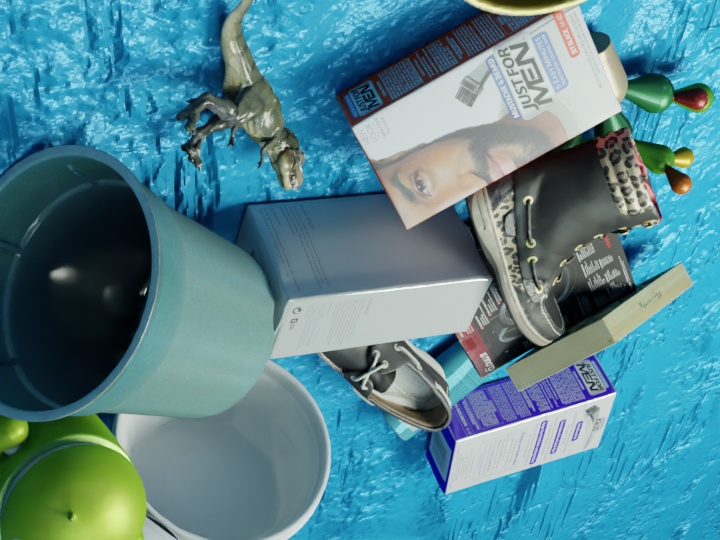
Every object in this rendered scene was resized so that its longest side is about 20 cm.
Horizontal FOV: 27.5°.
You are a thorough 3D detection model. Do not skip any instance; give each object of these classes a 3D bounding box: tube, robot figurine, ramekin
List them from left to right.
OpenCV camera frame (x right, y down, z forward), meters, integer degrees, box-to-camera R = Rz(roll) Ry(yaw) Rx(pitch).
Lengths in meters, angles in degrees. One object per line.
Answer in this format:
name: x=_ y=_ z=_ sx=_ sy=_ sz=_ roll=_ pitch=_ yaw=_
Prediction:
robot figurine: x=-0.237 y=0.163 z=1.134 sx=0.116 sy=0.200 sz=0.176 roll=-42 pitch=128 yaw=-9
ramekin: x=-0.134 y=0.180 z=1.344 sx=0.198 sy=0.202 sz=0.105 roll=-8 pitch=151 yaw=-25
tube: x=0.110 y=0.098 z=1.526 sx=0.199 sy=0.051 sz=0.077 roll=-37 pitch=143 yaw=9

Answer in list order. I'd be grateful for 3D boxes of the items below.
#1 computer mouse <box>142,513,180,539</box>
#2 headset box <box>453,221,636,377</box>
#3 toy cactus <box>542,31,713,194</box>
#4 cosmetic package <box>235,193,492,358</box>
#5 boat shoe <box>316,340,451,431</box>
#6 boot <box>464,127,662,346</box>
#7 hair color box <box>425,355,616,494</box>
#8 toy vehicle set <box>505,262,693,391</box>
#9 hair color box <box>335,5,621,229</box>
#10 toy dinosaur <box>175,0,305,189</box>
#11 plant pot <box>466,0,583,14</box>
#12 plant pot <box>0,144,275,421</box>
computer mouse: x=-0.235 y=0.204 z=1.225 sx=0.110 sy=0.199 sz=0.044 roll=-60 pitch=170 yaw=-18
headset box: x=0.151 y=0.007 z=1.406 sx=0.199 sy=0.078 sz=0.149 roll=-29 pitch=145 yaw=5
toy cactus: x=0.214 y=-0.128 z=1.275 sx=0.198 sy=0.103 sz=0.166 roll=-19 pitch=135 yaw=6
cosmetic package: x=0.000 y=0.000 z=1.269 sx=0.198 sy=0.113 sz=0.081 roll=-4 pitch=140 yaw=-26
boat shoe: x=0.019 y=0.096 z=1.424 sx=0.074 sy=0.061 sz=0.200 roll=-36 pitch=132 yaw=16
boot: x=0.183 y=-0.029 z=1.257 sx=0.149 sy=0.074 sz=0.201 roll=-18 pitch=125 yaw=14
hair color box: x=0.178 y=0.171 z=1.646 sx=0.198 sy=0.065 sz=0.110 roll=-13 pitch=142 yaw=-16
toy vehicle set: x=0.240 y=0.054 z=1.463 sx=0.124 sy=0.027 sz=0.199 roll=-32 pitch=177 yaw=37
hair color box: x=0.095 y=-0.133 z=1.173 sx=0.199 sy=0.064 sz=0.111 roll=-29 pitch=124 yaw=5
toy dinosaur: x=-0.096 y=-0.122 z=1.108 sx=0.088 sy=0.047 sz=0.201 roll=-35 pitch=147 yaw=-13
plant pot: x=0.108 y=-0.286 z=0.931 sx=0.198 sy=0.143 sz=0.201 roll=-17 pitch=144 yaw=-13
plant pot: x=-0.176 y=0.029 z=1.134 sx=0.200 sy=0.201 sz=0.196 roll=-38 pitch=151 yaw=17
